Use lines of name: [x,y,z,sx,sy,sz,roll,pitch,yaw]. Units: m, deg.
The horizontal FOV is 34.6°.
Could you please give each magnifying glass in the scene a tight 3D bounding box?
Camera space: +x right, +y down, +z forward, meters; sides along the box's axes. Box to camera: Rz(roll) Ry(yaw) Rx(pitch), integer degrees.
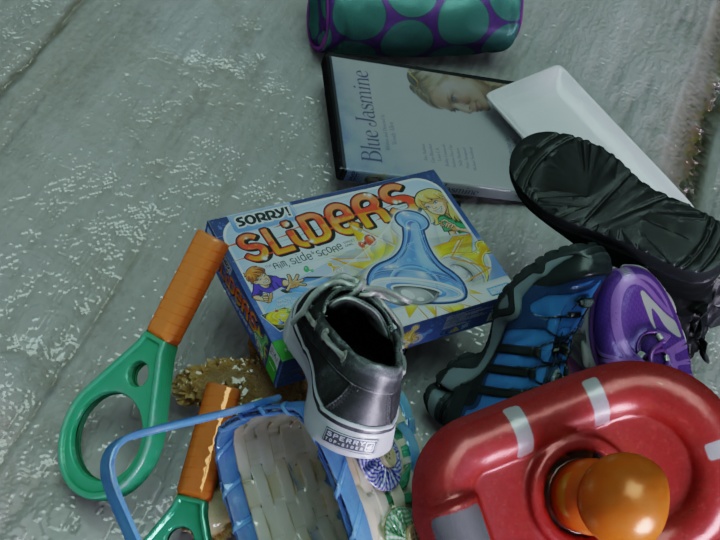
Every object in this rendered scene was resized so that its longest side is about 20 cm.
magnifying glass: [-0.149,0.066,0.808,0.080,0.022,0.200,26,86,32]
magnifying glass: [-0.118,0.174,0.775,0.079,0.022,0.200,11,70,8]

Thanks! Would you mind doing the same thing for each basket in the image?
basket: [-0.046,0.158,0.711,0.200,0.139,0.177,-19,86,-34]

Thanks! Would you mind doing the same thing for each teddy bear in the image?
teddy bear: [-0.067,0.114,0.849,0.145,0.067,0.200,-4,62,-3]

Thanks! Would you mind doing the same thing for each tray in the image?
tray: [0.209,-0.102,1.064,0.107,0.022,0.200,-25,68,-35]

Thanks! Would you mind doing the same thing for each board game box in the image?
board game box: [0.000,0.000,0.865,0.200,0.034,0.135,-15,56,-27]

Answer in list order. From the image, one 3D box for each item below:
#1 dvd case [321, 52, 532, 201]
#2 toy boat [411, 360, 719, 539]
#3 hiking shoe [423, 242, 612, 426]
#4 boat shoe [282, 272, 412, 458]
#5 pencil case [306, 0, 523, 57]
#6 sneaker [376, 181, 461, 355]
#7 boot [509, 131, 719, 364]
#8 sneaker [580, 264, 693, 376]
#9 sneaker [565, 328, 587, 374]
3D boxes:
dvd case: [0.066,-0.130,1.052,0.200,0.018,0.143,5,54,-18]
toy boat: [0.136,0.128,0.661,0.200,0.131,0.131,-19,89,-16]
hiking shoe: [0.129,0.066,0.837,0.074,0.200,0.087,-4,49,-40]
boat shoe: [-0.007,0.038,0.710,0.073,0.068,0.199,15,18,-6]
pencil case: [0.050,-0.253,1.113,0.200,0.085,0.093,-3,71,-14]
sneaker: [0.042,0.006,0.935,0.078,0.070,0.200,5,53,1]
boot: [0.206,-0.012,0.927,0.198,0.163,0.073,32,71,23]
sneaker: [0.213,0.089,0.812,0.080,0.083,0.200,-9,77,-10]
sneaker: [0.165,0.090,0.893,0.088,0.081,0.200,-8,56,-19]
